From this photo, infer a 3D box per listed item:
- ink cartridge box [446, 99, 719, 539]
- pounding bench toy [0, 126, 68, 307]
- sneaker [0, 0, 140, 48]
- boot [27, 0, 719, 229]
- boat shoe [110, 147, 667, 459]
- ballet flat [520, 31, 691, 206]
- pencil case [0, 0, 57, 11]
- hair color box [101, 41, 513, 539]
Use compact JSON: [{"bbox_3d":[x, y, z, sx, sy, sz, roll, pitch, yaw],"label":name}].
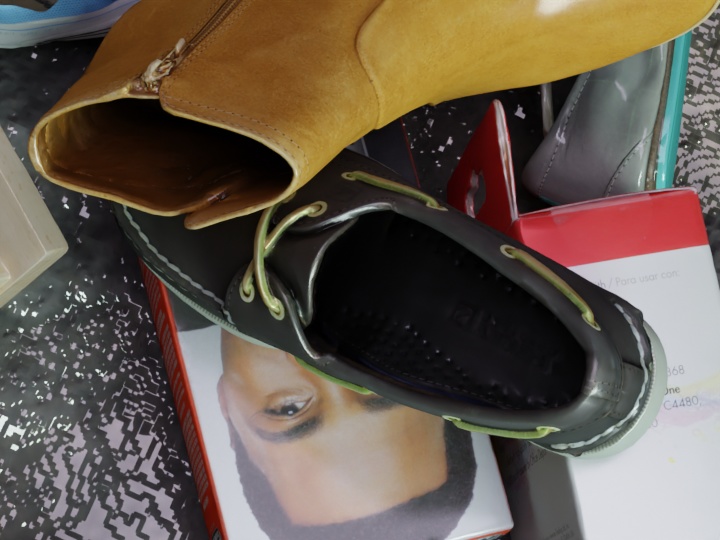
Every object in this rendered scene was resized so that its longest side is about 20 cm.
[{"bbox_3d":[0.085,0.047,0.872,0.067,0.116,0.201,-9,78,-9],"label":"ink cartridge box"},{"bbox_3d":[-0.225,-0.047,0.810,0.124,0.156,0.201,-36,80,30],"label":"pounding bench toy"},{"bbox_3d":[-0.063,-0.125,0.919,0.199,0.073,0.072,-12,76,-12],"label":"sneaker"},{"bbox_3d":[0.007,-0.062,0.791,0.200,0.144,0.071,-3,118,21],"label":"boot"},{"bbox_3d":[0.000,0.000,0.808,0.200,0.061,0.072,22,90,22],"label":"boat shoe"},{"bbox_3d":[0.103,-0.114,0.944,0.063,0.067,0.201,12,72,14],"label":"ballet flat"},{"bbox_3d":[-0.168,-0.145,0.808,0.199,0.078,0.090,17,29,-22],"label":"pencil case"},{"bbox_3d":[-0.022,0.010,0.895,0.101,0.061,0.201,-14,79,-11],"label":"hair color box"}]
